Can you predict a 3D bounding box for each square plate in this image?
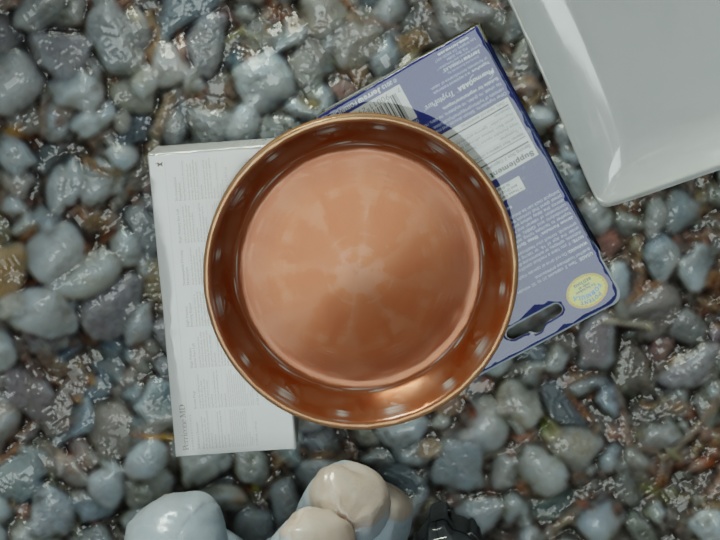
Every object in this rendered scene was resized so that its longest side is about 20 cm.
[{"bbox_3d":[0.198,-0.157,1.120,0.197,0.028,0.201,-18,105,30],"label":"square plate"}]

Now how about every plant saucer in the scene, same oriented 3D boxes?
[{"bbox_3d":[0.000,0.000,1.153,0.199,0.032,0.202,-1,101,-3],"label":"plant saucer"}]

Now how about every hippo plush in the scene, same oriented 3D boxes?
[{"bbox_3d":[-0.065,0.190,1.197,0.160,0.200,0.160,18,70,23],"label":"hippo plush"}]

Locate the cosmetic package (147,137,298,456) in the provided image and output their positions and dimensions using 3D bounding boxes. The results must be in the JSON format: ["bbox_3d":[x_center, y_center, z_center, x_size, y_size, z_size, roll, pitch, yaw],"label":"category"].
[{"bbox_3d":[-0.088,0.017,1.194,0.082,0.051,0.202,-4,101,0],"label":"cosmetic package"}]

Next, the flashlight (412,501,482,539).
[{"bbox_3d":[0.057,0.216,1.146,0.068,0.200,0.068,32,101,-3],"label":"flashlight"}]

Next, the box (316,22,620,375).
[{"bbox_3d":[0.072,-0.043,1.181,0.121,0.032,0.201,-28,97,9],"label":"box"}]
